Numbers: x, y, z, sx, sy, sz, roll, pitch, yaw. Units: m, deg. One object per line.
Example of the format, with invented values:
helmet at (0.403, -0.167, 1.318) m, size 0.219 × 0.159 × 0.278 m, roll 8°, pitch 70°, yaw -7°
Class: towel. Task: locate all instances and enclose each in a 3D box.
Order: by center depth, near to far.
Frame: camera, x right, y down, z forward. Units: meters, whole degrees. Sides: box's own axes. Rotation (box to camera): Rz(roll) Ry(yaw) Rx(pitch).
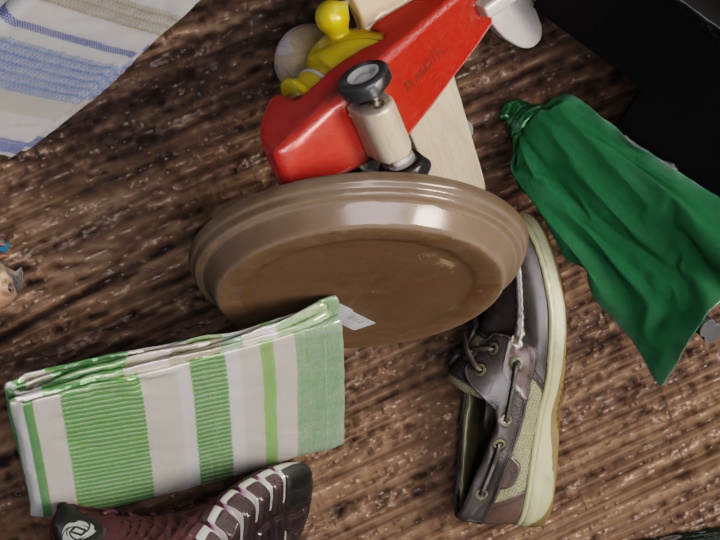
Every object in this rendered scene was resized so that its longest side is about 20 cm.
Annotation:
towel at (-0.163, -0.133, 1.284) m, size 0.200 × 0.147 × 0.024 m, roll -38°, pitch 73°, yaw 19°
towel at (-0.106, 0.085, 1.377) m, size 0.199 × 0.023 × 0.153 m, roll -15°, pitch 146°, yaw -11°

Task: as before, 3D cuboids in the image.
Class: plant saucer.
plant saucer at (0.000, 0.000, 1.350) m, size 0.199 × 0.200 × 0.030 m, roll 2°, pitch 65°, yaw -14°

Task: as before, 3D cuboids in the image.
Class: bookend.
bookend at (0.190, -0.137, 1.380) m, size 0.198 × 0.200 × 0.092 m, roll 36°, pitch 65°, yaw 4°

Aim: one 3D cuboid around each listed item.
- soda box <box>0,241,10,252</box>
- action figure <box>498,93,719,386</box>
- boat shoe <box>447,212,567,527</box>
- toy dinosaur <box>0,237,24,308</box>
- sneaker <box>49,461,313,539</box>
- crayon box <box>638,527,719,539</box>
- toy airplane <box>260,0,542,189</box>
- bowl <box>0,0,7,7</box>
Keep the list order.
soda box at (-0.283, 0.057, 1.343) m, size 0.068 × 0.064 × 0.201 m, roll 28°, pitch 93°, yaw 5°
action figure at (0.152, -0.041, 1.392) m, size 0.055 × 0.200 × 0.118 m, roll 5°, pitch 126°, yaw -54°
boat shoe at (0.087, 0.065, 1.437) m, size 0.065 × 0.073 × 0.201 m, roll -5°, pitch 101°, yaw -18°
toy dinosaur at (-0.301, 0.006, 1.275) m, size 0.199 × 0.086 × 0.136 m, roll -22°, pitch 95°, yaw 10°
sneaker at (-0.120, 0.153, 1.388) m, size 0.115 × 0.200 × 0.076 m, roll 21°, pitch 120°, yaw 25°
crayon box at (0.230, 0.271, 1.518) m, size 0.126 × 0.051 × 0.201 m, roll -7°, pitch 101°, yaw -12°
toy airplane at (0.013, -0.133, 1.366) m, size 0.199 × 0.141 × 0.201 m, roll 8°, pitch 87°, yaw -50°
bowl at (-0.268, -0.227, 1.279) m, size 0.199 × 0.075 × 0.201 m, roll 5°, pitch 90°, yaw -27°
